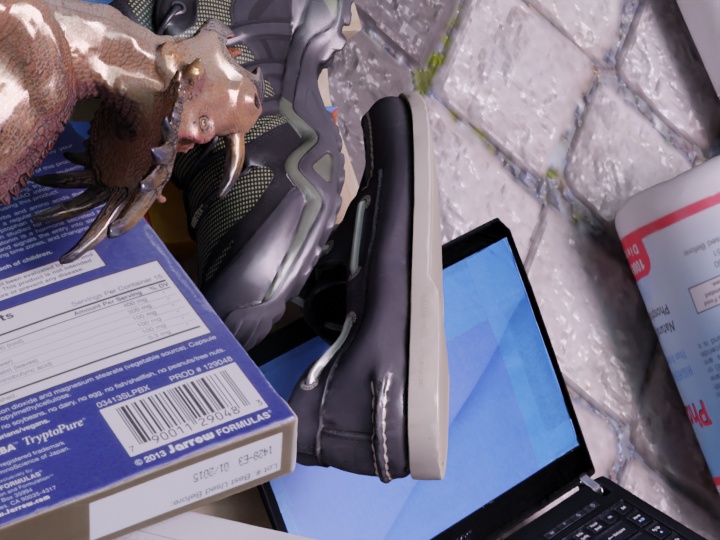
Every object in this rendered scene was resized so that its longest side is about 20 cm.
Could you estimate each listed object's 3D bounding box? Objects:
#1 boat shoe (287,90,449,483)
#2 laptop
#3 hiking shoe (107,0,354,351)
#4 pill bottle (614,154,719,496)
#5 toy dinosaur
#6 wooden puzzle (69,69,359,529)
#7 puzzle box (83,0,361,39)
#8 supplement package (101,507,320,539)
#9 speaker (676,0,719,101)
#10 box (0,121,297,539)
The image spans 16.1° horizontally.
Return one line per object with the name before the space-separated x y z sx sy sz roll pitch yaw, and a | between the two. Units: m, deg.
boat shoe | 0.000 0.000 0.961 0.201 0.062 0.073 -90 175 -50
laptop | 0.069 0.091 0.985 0.199 0.104 0.177 31 39 31
hiking shoe | -0.061 -0.058 0.969 0.100 0.076 0.201 18 49 -18
pill bottle | 0.198 0.046 1.157 0.108 0.108 0.201 -15 81 -42
toy dinosaur | -0.136 -0.048 0.876 0.136 0.199 0.086 61 1 -17
wooden puzzle | -0.051 0.006 1.009 0.184 0.046 0.202 -6 76 -41
puzzle box | -0.097 -0.152 1.052 0.199 0.025 0.134 -9 77 -41
supplement package | -0.031 0.160 0.850 0.198 0.110 0.114 12 56 10
speaker | 0.192 -0.145 1.254 0.081 0.081 0.201 -18 84 -43
box | -0.120 0.018 0.884 0.120 0.033 0.200 -19 46 -23
